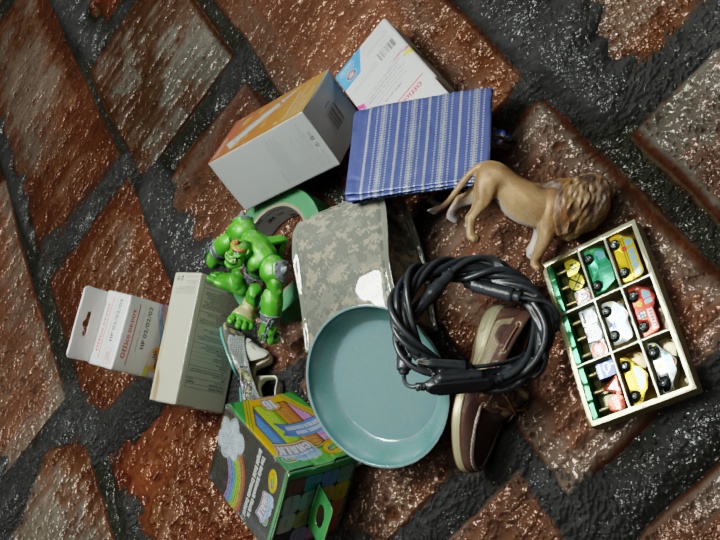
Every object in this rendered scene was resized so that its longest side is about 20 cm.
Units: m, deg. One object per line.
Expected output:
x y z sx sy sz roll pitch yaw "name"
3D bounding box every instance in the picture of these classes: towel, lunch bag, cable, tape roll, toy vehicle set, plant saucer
0.074 -0.159 1.109 0.196 0.024 0.148 -6 62 22 "towel"
0.000 0.000 1.156 0.162 0.117 0.205 -20 71 31 "lunch bag"
0.130 0.059 0.986 0.195 0.051 0.166 -7 63 -4 "cable"
-0.119 -0.024 1.317 0.197 0.048 0.205 -15 66 36 "tape roll"
0.285 0.060 0.957 0.123 0.026 0.204 -29 58 31 "toy vehicle set"
0.025 0.138 1.055 0.196 0.036 0.205 6 103 28 "plant saucer"

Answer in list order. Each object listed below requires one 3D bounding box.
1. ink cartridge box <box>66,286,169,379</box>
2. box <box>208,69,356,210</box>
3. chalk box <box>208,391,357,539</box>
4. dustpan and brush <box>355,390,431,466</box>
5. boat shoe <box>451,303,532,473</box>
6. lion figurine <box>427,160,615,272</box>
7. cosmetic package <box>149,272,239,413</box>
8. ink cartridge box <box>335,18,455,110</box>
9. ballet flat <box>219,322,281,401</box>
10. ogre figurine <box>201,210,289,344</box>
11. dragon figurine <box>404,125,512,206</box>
-0.349 0.105 1.358 0.067 0.198 0.118 7 80 40 "ink cartridge box"
-0.113 -0.195 1.305 0.197 0.098 0.126 -21 30 34 "box"
-0.090 0.270 1.124 0.199 0.122 0.127 37 119 40 "chalk box"
0.028 0.175 1.115 0.197 0.057 0.143 -18 64 33 "dustpan and brush"
0.162 0.140 1.009 0.071 0.072 0.204 7 73 39 "boat shoe"
0.188 -0.081 1.006 0.196 0.073 0.125 22 109 2 "lion figurine"
-0.253 0.113 1.349 0.070 0.104 0.205 0 74 41 "cosmetic package"
0.059 -0.250 1.226 0.115 0.067 0.201 -46 51 18 "ink cartridge box"
-0.157 0.159 1.287 0.072 0.071 0.203 -36 55 25 "ballet flat"
-0.162 -0.001 1.257 0.121 0.096 0.201 -64 30 27 "ogre figurine"
0.113 -0.141 1.149 0.197 0.058 0.102 -3 73 39 "dragon figurine"
